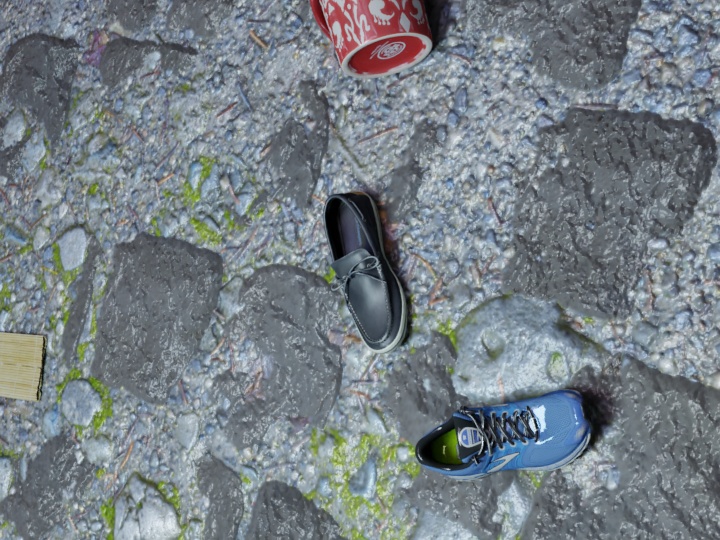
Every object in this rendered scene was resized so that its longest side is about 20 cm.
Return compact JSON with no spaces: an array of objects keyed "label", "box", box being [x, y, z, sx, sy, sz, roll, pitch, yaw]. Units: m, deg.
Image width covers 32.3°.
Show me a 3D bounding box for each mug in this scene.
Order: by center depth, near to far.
[{"label":"mug","box":[0.009,-0.328,1.446,0.133,0.178,0.200,-14,74,-2]}]

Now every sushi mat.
[{"label":"sushi mat","box":[-0.534,0.139,1.850,0.200,0.012,0.096,2,82,39]}]

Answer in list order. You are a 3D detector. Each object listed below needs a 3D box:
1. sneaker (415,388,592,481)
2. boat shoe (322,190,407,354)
[{"label":"sneaker","box":[0.141,0.170,1.249,0.200,0.089,0.079,-25,69,33]},{"label":"boat shoe","box":[0.000,0.000,1.412,0.075,0.062,0.200,-25,69,31]}]
